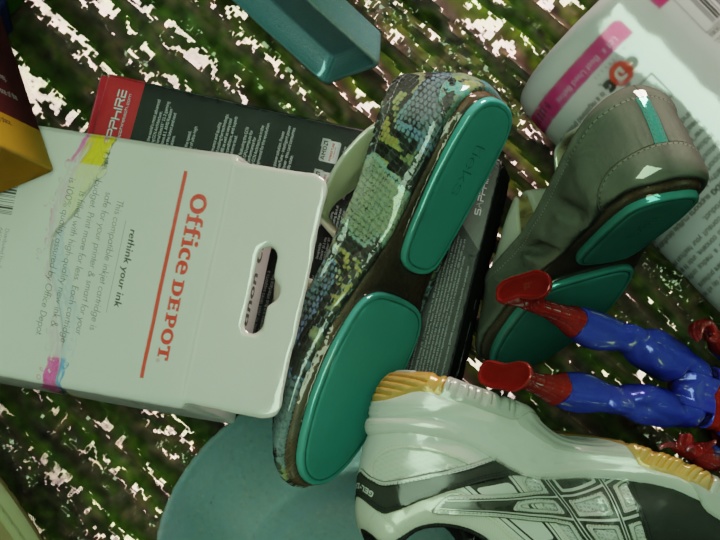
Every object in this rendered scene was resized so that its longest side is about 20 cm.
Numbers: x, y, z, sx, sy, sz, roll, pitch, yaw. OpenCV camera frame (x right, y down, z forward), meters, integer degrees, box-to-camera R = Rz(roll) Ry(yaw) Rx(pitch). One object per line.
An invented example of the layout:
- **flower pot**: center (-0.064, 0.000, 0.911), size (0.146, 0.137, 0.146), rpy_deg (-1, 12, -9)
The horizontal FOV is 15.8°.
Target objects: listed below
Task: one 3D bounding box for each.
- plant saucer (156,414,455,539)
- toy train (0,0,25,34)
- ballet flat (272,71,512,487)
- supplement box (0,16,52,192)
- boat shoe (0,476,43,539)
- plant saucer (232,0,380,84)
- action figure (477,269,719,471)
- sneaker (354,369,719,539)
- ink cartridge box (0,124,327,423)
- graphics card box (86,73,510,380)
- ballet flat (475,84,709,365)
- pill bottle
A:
- **plant saucer**: center (0.005, 0.143, 1.206), size (0.201, 0.039, 0.201), rpy_deg (0, 57, 1)
- **toy train**: center (-0.219, -0.211, 1.256), size (0.200, 0.085, 0.116), rpy_deg (42, 78, 6)
- **ballet flat**: center (0.000, 0.000, 1.171), size (0.074, 0.074, 0.200), rpy_deg (28, 85, 5)
- **supplement box**: center (-0.251, -0.123, 1.093), size (0.133, 0.197, 0.200), rpy_deg (-22, 78, 11)
- **boat shoe**: center (-0.218, 0.093, 1.176), size (0.200, 0.073, 0.063), rpy_deg (46, 65, -5)
- **plant saucer**: center (-0.072, -0.163, 1.216), size (0.200, 0.070, 0.019), rpy_deg (42, 73, -14)
- **action figure**: center (0.145, 0.054, 1.180), size (0.200, 0.052, 0.065), rpy_deg (19, 74, -37)
- **sneaker**: center (0.088, 0.112, 1.164), size (0.200, 0.076, 0.088), rpy_deg (18, 82, -13)
- **ink cartridge box**: center (-0.109, 0.002, 1.173), size (0.200, 0.067, 0.117), rpy_deg (10, 83, 19)
- **graphics card box**: center (-0.039, -0.011, 1.229), size (0.200, 0.051, 0.126), rpy_deg (12, 83, 11)
- **ballet flat**: center (0.098, -0.021, 1.175), size (0.067, 0.200, 0.064), rpy_deg (-10, 68, -24)
- **pill bottle**: center (0.180, -0.047, 1.198), size (0.113, 0.113, 0.200), rpy_deg (-43, 84, -1)
